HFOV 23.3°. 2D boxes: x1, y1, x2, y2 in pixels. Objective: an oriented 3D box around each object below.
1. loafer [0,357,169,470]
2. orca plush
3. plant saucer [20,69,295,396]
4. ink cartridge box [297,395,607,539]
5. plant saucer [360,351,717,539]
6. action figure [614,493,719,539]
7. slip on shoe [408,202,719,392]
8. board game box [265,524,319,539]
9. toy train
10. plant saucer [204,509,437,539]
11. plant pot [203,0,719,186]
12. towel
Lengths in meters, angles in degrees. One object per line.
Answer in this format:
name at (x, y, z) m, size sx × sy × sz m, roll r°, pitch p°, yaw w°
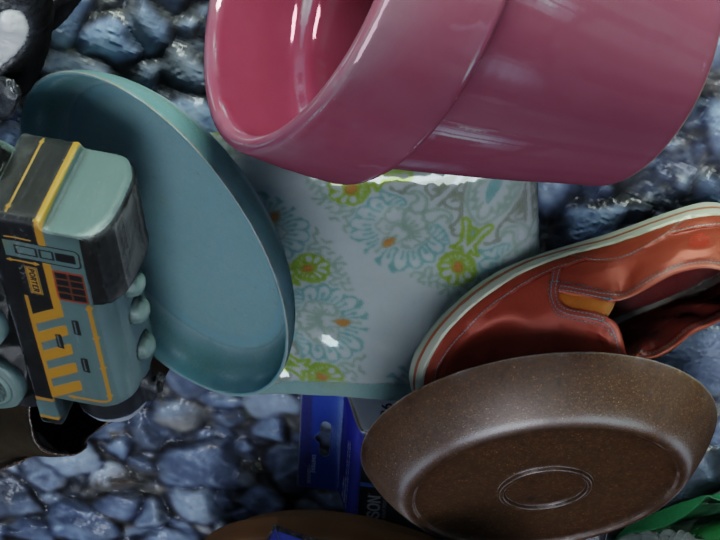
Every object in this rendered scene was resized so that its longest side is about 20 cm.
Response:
loafer at (-0.195, 0.079, 1.050) m, size 0.200 × 0.071 × 0.073 m, roll -30°, pitch 121°, yaw 30°
orca plush at (-0.174, -0.149, 0.871) m, size 0.105 × 0.071 × 0.200 m, roll 41°, pitch 137°, yaw 34°
plant saucer at (-0.103, -0.022, 0.919) m, size 0.200 × 0.027 × 0.200 m, roll 32°, pitch 144°, yaw 28°
ink cartridge box at (0.057, 0.125, 1.075) m, size 0.199 × 0.039 × 0.100 m, roll 6°, pitch 132°, yaw 4°
plant saucer at (0.101, 0.108, 0.966) m, size 0.200 × 0.035 × 0.200 m, roll -4°, pitch 148°, yaw -3°
action figure at (0.229, 0.176, 1.087) m, size 0.200 × 0.055 × 0.118 m, roll -18°, pitch 129°, yaw 28°
slip on shoe at (0.120, 0.028, 0.927) m, size 0.200 × 0.061 × 0.074 m, roll -22°, pitch 132°, yaw 3°
board game box at (0.034, 0.252, 1.027) m, size 0.159 × 0.097 × 0.200 m, roll 12°, pitch 155°, yaw 39°
toy train at (-0.165, 0.009, 0.918) m, size 0.114 × 0.085 × 0.200 m, roll 11°, pitch 139°, yaw 12°
plant saucer at (-0.007, 0.202, 1.126) m, size 0.200 × 0.032 × 0.200 m, roll 9°, pitch 150°, yaw 5°
plant pot at (0.051, -0.122, 0.772) m, size 0.179 × 0.200 × 0.200 m, roll 16°, pitch 133°, yaw -27°
towel at (0.000, 0.000, 0.968) m, size 0.199 × 0.048 × 0.171 m, roll 0°, pitch 132°, yaw 8°
